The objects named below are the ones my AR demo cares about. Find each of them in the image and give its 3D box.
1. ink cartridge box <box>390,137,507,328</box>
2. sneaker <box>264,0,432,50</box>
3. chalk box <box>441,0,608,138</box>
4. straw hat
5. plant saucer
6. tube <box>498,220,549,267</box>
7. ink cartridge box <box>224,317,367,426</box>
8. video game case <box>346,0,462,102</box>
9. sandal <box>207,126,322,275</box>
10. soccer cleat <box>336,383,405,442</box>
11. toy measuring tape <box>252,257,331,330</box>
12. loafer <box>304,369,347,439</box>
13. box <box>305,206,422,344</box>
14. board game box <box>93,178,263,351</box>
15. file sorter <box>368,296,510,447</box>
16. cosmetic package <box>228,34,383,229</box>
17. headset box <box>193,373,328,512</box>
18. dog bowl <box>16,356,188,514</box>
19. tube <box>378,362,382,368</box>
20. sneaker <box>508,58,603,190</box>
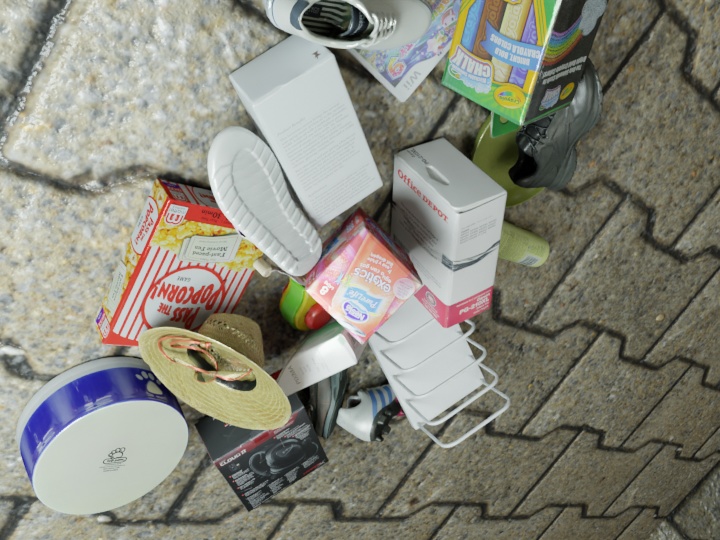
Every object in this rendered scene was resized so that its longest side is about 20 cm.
[{"bbox_3d":[0.110,-0.050,1.088,0.084,0.145,0.201,-22,137,-23],"label":"ink cartridge box"},{"bbox_3d":[0.000,-0.253,0.844,0.198,0.071,0.074,-8,131,-33],"label":"sneaker"},{"bbox_3d":[0.186,-0.256,0.960,0.124,0.124,0.201,-26,142,-42],"label":"chalk box"},{"bbox_3d":[-0.156,0.098,0.977,0.202,0.199,0.086,76,30,-47],"label":"straw hat"},{"bbox_3d":[0.227,-0.180,1.152,0.198,0.031,0.201,-22,136,-23],"label":"plant saucer"},{"bbox_3d":[0.210,-0.050,1.250,0.199,0.052,0.059,13,76,-41],"label":"tube"},{"bbox_3d":[-0.084,0.118,1.087,0.198,0.161,0.050,-25,98,14],"label":"ink cartridge box"},{"bbox_3d":[0.039,-0.292,0.910,0.143,0.018,0.199,-49,140,9],"label":"video game case"},{"bbox_3d":[-0.114,-0.070,0.914,0.082,0.050,0.203,-45,129,-19],"label":"sandal"},{"bbox_3d":[0.030,0.208,1.319,0.200,0.086,0.071,-26,130,-62],"label":"soccer cleat"},{"bbox_3d":[-0.088,0.037,1.055,0.074,0.074,0.200,-48,152,10],"label":"toy measuring tape"},{"bbox_3d":[-0.056,0.171,1.239,0.072,0.062,0.201,-59,164,-49],"label":"loafer"},{"bbox_3d":[0.000,0.000,0.999,0.095,0.200,0.103,43,97,-9],"label":"box"},{"bbox_3d":[-0.204,0.001,0.963,0.151,0.046,0.201,8,120,-42],"label":"board game box"},{"bbox_3d":[0.116,0.138,1.217,0.138,0.124,0.201,-31,110,-12],"label":"file sorter"},{"bbox_3d":[-0.056,-0.153,0.920,0.101,0.071,0.201,-33,140,-7],"label":"cosmetic package"},{"bbox_3d":[-0.143,0.251,1.210,0.148,0.077,0.201,-31,142,-11],"label":"headset box"},{"bbox_3d":[-0.321,0.210,1.036,0.199,0.079,0.201,-22,137,-22],"label":"dog bowl"},{"bbox_3d":[0.112,0.089,1.298,0.200,0.050,0.077,-49,138,3],"label":"tube"},{"bbox_3d":[0.255,-0.189,1.089,0.090,0.076,0.202,-9,129,-25],"label":"sneaker"}]
